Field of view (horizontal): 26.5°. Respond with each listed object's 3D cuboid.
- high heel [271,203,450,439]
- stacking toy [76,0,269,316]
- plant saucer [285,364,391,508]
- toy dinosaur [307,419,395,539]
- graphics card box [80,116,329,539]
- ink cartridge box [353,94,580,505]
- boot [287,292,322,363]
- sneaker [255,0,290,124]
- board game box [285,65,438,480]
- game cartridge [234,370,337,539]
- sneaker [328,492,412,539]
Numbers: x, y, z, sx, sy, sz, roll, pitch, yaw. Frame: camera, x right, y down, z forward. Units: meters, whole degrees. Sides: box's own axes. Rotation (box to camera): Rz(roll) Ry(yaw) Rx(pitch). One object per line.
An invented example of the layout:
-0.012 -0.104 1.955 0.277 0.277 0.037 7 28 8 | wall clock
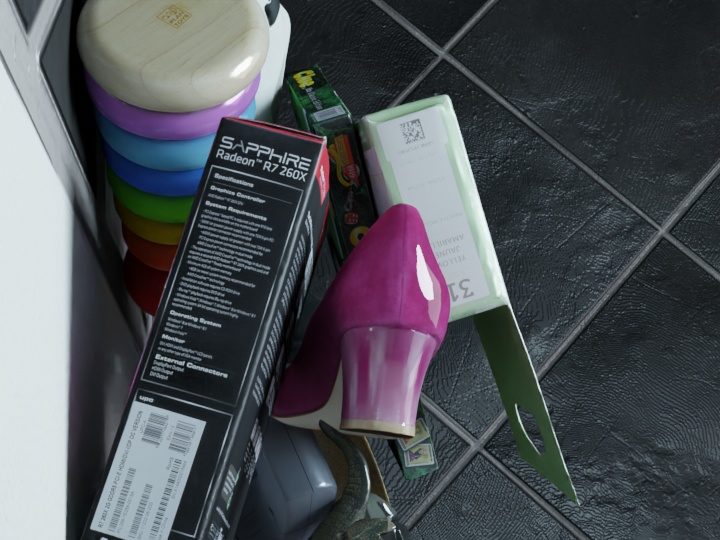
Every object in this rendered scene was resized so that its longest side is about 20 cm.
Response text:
-0.002 0.028 0.716 0.200 0.067 0.096 131 -33 -82 | high heel
-0.089 -0.049 0.743 0.200 0.085 0.086 97 -9 -52 | stacking toy
-0.027 0.155 0.947 0.200 0.035 0.201 166 -90 -70 | plant saucer
-0.009 0.161 0.607 0.200 0.077 0.102 66 -32 22 | toy dinosaur
-0.063 0.048 0.658 0.125 0.051 0.200 95 10 -75 | graphics card box
0.045 0.016 0.762 0.146 0.048 0.200 -152 -134 -85 | ink cartridge box
-0.073 -0.045 0.961 0.165 0.066 0.200 2 -82 56 | boot
-0.074 -0.133 0.764 0.200 0.074 0.089 91 18 -45 | sneaker
0.000 0.000 0.803 0.105 0.023 0.200 -111 -174 -66 | board game box
-0.066 0.101 0.890 0.133 0.041 0.200 62 -20 8 | game cartridge
-0.010 0.219 0.816 0.075 0.079 0.200 -3 90 -58 | sneaker
